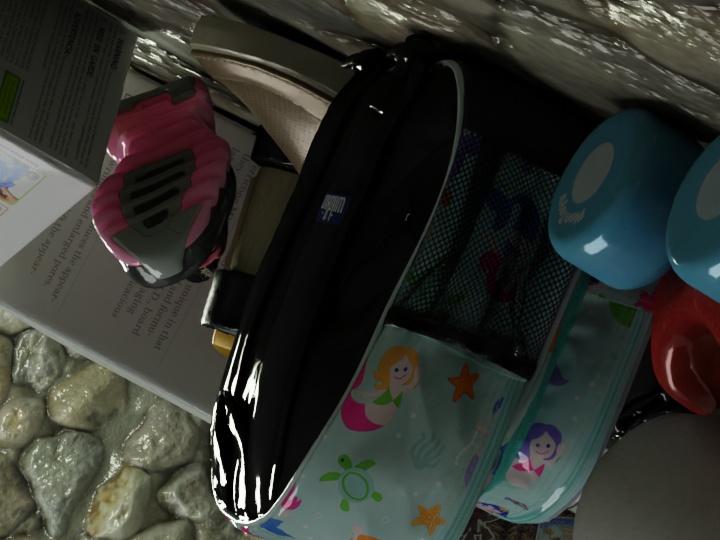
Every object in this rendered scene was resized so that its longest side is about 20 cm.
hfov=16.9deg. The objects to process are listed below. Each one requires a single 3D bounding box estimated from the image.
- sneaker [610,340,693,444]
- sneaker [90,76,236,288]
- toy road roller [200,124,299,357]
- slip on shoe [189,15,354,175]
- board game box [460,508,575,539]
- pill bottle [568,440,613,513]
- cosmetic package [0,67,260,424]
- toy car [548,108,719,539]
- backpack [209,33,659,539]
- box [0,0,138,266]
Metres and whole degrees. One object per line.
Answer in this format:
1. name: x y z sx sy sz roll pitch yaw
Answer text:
1. sneaker: 0.170 0.091 1.250 0.200 0.073 0.082 48 -149 -19
2. sneaker: -0.095 -0.029 1.298 0.200 0.078 0.096 -96 -11 -65
3. toy road roller: 0.000 0.000 1.296 0.145 0.124 0.200 17 174 -1
4. slip on shoe: -0.001 -0.049 1.119 0.199 0.061 0.076 31 174 -32
5. board game box: 0.107 0.196 1.457 0.096 0.201 0.160 -4 130 14
6. pill bottle: 0.127 0.074 1.360 0.199 0.116 0.116 28 175 -6
7. cosmetic package: -0.089 0.002 1.500 0.199 0.166 0.165 27 175 16
8. toy car: 0.140 0.075 0.837 0.184 0.201 0.177 29 175 -21
9. backpack: 0.024 0.028 0.979 0.150 0.201 0.177 29 174 -16
10. box: -0.224 -0.068 1.327 0.101 0.113 0.200 30 139 -24
